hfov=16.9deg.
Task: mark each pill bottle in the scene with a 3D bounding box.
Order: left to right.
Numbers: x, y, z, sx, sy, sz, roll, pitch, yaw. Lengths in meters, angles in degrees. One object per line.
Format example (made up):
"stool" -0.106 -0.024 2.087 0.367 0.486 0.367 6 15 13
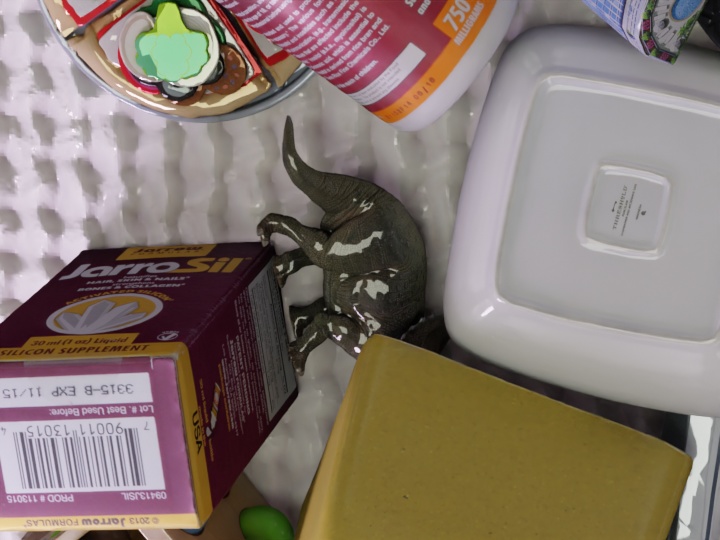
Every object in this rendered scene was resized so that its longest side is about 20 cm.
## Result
"pill bottle" -0.021 -0.172 1.290 0.199 0.113 0.113 34 113 -17

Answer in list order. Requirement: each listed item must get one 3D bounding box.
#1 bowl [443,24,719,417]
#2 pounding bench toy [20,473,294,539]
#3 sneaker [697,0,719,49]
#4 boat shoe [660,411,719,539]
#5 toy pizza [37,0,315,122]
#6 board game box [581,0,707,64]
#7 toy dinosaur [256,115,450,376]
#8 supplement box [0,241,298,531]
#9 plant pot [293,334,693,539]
"bowl" 0.147 -0.031 1.307 0.198 0.075 0.202 13 88 11
"pounding bench toy" -0.101 0.211 1.455 0.156 0.124 0.200 -37 97 21
"sneaker" 0.252 -0.114 1.283 0.072 0.083 0.200 -51 60 15
"boat shoe" 0.205 0.112 1.374 0.066 0.074 0.202 3 109 -11
"toy pizza" -0.099 -0.180 1.374 0.198 0.032 0.202 4 109 12
"board game box" 0.155 -0.218 1.222 0.200 0.061 0.201 47 120 42
"toy dinosaur" 0.000 0.000 1.399 0.101 0.077 0.202 -13 100 5
"supplement box" -0.126 0.062 1.370 0.130 0.200 0.104 -3 107 14
"plant pot" 0.047 0.196 1.330 0.193 0.201 0.196 21 141 0
